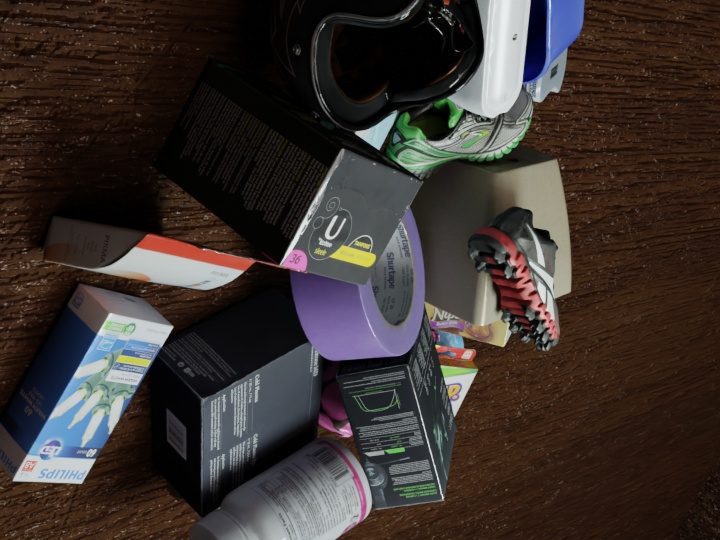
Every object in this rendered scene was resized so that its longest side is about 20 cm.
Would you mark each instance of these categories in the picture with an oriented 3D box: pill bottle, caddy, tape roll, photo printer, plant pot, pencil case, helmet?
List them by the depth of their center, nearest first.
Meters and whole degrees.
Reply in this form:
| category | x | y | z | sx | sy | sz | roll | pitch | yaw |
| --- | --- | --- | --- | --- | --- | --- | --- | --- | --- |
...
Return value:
| category | x | y | z | sx | sy | sz | roll | pitch | yaw |
| --- | --- | --- | --- | --- | --- | --- | --- | --- | --- |
| helmet | 0.006 | -0.241 | 1.152 | 0.189 | 0.202 | 0.200 | -16 | 157 | 23 |
| photo printer | 0.108 | -0.272 | 1.278 | 0.069 | 0.166 | 0.201 | -26 | 140 | -24 |
| caddy | 0.172 | -0.307 | 1.351 | 0.105 | 0.141 | 0.201 | -40 | 144 | -25 |
| tape roll | 0.000 | 0.000 | 1.372 | 0.200 | 0.084 | 0.203 | -5 | 90 | -65 |
| pill bottle | -0.093 | 0.289 | 1.399 | 0.199 | 0.113 | 0.114 | -27 | 139 | -34 |
| plant pot | 0.148 | -0.067 | 1.509 | 0.199 | 0.199 | 0.179 | -17 | 122 | -43 |
| pencil case | 0.014 | 0.132 | 1.598 | 0.200 | 0.093 | 0.091 | -50 | 165 | -2 |

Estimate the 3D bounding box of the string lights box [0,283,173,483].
| category | x | y | z | sx | sy | sz | roll | pitch | yaw |
| --- | --- | --- | --- | --- | --- | --- | --- | --- | --- |
| string lights box | -0.289 | 0.119 | 1.232 | 0.102 | 0.059 | 0.201 | 18 | 106 | -58 |

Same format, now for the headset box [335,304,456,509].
| category | x | y | z | sx | sy | sz | roll | pitch | yaw |
| --- | --- | --- | --- | --- | --- | --- | --- | --- | --- |
| headset box | 0.051 | 0.169 | 1.472 | 0.174 | 0.092 | 0.202 | -69 | 146 | -64 |

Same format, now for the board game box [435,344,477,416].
| category | x | y | z | sx | sy | sz | roll | pitch | yaw |
| --- | --- | --- | --- | --- | --- | --- | --- | --- | --- |
| board game box | 0.084 | 0.189 | 1.609 | 0.095 | 0.030 | 0.202 | 8 | 115 | -32 |

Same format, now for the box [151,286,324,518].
| category | x | y | z | sx | sy | sz | roll | pitch | yaw |
| --- | --- | --- | --- | --- | --- | --- | --- | --- | --- |
| box | -0.144 | 0.154 | 1.408 | 0.181 | 0.104 | 0.202 | -26 | 139 | -34 |

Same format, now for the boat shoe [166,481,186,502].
| category | x | y | z | sx | sy | sz | roll | pitch | yaw |
| --- | --- | --- | --- | --- | --- | --- | --- | --- | --- |
| boat shoe | -0.172 | 0.280 | 1.520 | 0.199 | 0.076 | 0.072 | 10 | 114 | -53 |

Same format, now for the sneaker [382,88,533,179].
| category | x | y | z | sx | sy | sz | roll | pitch | yaw |
| --- | --- | --- | --- | --- | --- | --- | --- | --- | --- |
| sneaker | 0.122 | -0.169 | 1.389 | 0.198 | 0.078 | 0.085 | -24 | 156 | -23 |

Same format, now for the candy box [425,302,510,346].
| category | x | y | z | sx | sy | sz | roll | pitch | yaw |
| --- | --- | --- | --- | --- | --- | --- | --- | --- | --- |
| candy box | 0.156 | 0.037 | 1.598 | 0.200 | 0.115 | 0.057 | -38 | 140 | -71 |

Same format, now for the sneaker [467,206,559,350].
| category | x | y | z | sx | sy | sz | roll | pitch | yaw |
| --- | --- | --- | --- | --- | --- | --- | --- | --- | --- |
| sneaker | 0.198 | 0.007 | 1.400 | 0.098 | 0.070 | 0.201 | -50 | 129 | -24 |

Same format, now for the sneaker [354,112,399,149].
| category | x | y | z | sx | sy | sz | roll | pitch | yaw |
| --- | --- | --- | --- | --- | --- | --- | --- | --- | --- |
| sneaker | -0.019 | -0.128 | 1.334 | 0.200 | 0.074 | 0.082 | -49 | 143 | -7 |

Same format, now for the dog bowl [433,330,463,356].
| category | x | y | z | sx | sy | sz | roll | pitch | yaw |
| --- | --- | --- | --- | --- | --- | --- | --- | --- | --- |
| dog bowl | 0.060 | 0.149 | 1.667 | 0.049 | 0.111 | 0.201 | 30 | 96 | -44 |

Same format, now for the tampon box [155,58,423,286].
| category | x | y | z | sx | sy | sz | roll | pitch | yaw |
| --- | --- | --- | --- | --- | --- | --- | --- | --- | --- |
| tampon box | -0.071 | -0.095 | 1.182 | 0.149 | 0.199 | 0.127 | 14 | 109 | -55 |

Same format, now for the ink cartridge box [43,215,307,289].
| category | x | y | z | sx | sy | sz | roll | pitch | yaw |
| --- | --- | --- | --- | --- | --- | --- | --- | --- | --- |
| ink cartridge box | -0.175 | -0.004 | 1.136 | 0.162 | 0.198 | 0.051 | 14 | 89 | -55 |

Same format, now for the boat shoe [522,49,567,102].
| category | x | y | z | sx | sy | sz | roll | pitch | yaw |
| --- | --- | --- | --- | --- | --- | --- | --- | --- | --- |
| boat shoe | 0.218 | -0.256 | 1.523 | 0.199 | 0.067 | 0.074 | -48 | 146 | -58 |
